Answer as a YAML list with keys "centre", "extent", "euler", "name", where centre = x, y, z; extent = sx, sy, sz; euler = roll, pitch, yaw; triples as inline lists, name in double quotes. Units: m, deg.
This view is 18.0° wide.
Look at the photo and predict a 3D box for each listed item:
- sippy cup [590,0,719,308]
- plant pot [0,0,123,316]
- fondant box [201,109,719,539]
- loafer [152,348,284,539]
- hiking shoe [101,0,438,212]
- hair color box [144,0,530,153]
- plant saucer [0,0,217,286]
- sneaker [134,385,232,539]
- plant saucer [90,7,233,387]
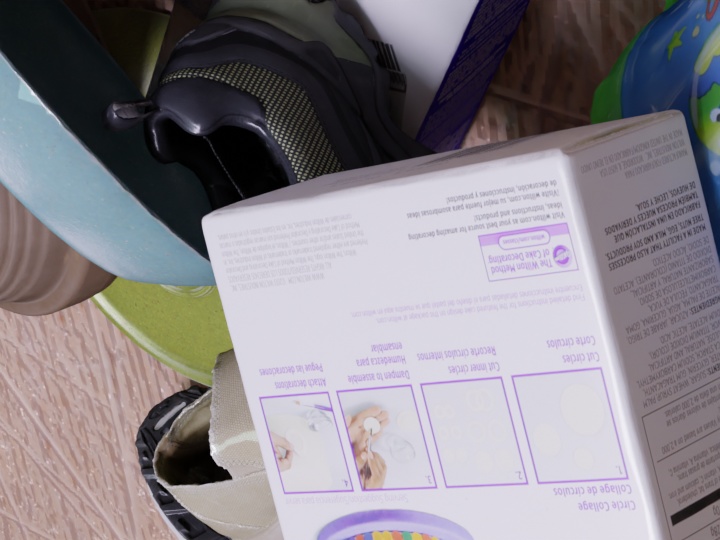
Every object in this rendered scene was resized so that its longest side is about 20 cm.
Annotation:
- centre: [0.150, -0.059, 0.635]
  extent: [0.178, 0.140, 0.130]
  euler: [37, 139, 8]
  name: "sippy cup"
- centre: [-0.190, -0.064, 0.966]
  extent: [0.201, 0.093, 0.201]
  euler: [33, 136, 39]
  name: "plant pot"
- centre: [0.044, 0.065, 0.658]
  extent: [0.144, 0.058, 0.200]
  euler: [-8, 98, 45]
  name: "fondant box"
- centre: [-0.026, 0.056, 0.925]
  extent: [0.068, 0.076, 0.200]
  euler: [17, 140, -21]
  name: "loafer"
- centre: [0.000, 0.000, 0.765]
  extent: [0.200, 0.101, 0.076]
  euler: [46, 144, -4]
  name: "hiking shoe"
- centre: [-0.002, -0.102, 0.806]
  extent: [0.109, 0.065, 0.200]
  euler: [39, 141, 11]
  name: "hair color box"
- centre: [-0.115, -0.063, 0.805]
  extent: [0.200, 0.036, 0.200]
  euler: [50, -174, -8]
  name: "plant saucer"
- centre: [-0.027, 0.133, 1.044]
  extent: [0.200, 0.074, 0.079]
  euler: [41, 159, 14]
  name: "sneaker"
- centre: [-0.076, -0.019, 0.983]
  extent: [0.200, 0.031, 0.200]
  euler: [27, 139, 26]
  name: "plant saucer"
